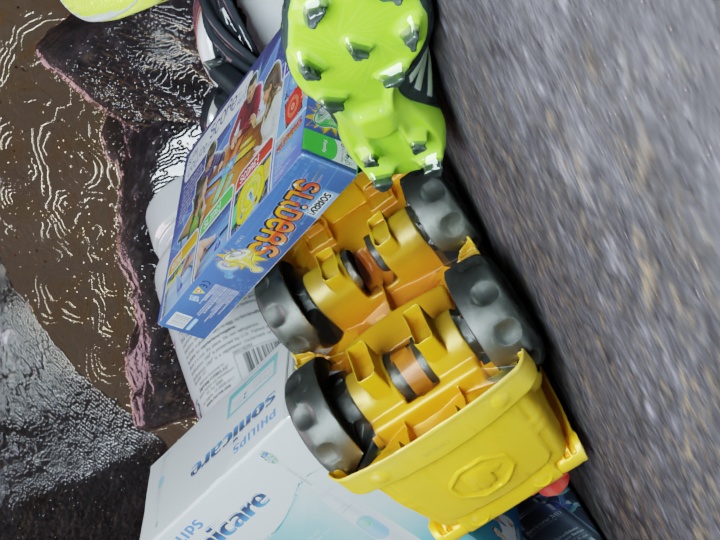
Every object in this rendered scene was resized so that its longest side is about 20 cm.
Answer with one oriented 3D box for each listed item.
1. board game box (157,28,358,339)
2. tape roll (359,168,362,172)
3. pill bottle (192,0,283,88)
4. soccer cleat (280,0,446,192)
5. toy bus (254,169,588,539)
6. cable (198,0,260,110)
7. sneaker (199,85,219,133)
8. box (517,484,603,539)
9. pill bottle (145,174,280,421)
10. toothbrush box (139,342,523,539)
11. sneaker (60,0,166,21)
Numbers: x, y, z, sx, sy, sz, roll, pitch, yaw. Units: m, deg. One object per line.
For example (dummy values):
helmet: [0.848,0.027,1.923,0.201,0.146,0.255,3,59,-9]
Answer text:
board game box: [-0.058,-0.063,0.800,0.200,0.034,0.136,-43,34,49]
tape roll: [0.042,-0.019,1.100,0.200,0.048,0.201,155,90,-90]
pill bottle: [-0.077,-0.197,1.085,0.200,0.113,0.113,-117,2,-71]
soccer cleat: [0.001,-0.108,0.629,0.200,0.067,0.081,66,-168,-68]
toy bus: [0.050,0.057,0.808,0.192,0.136,0.200,44,-164,-43]
cable: [-0.046,-0.165,0.893,0.200,0.051,0.164,33,123,52]
sneaker: [-0.044,-0.114,1.177,0.200,0.072,0.083,17,177,-42]
box: [0.111,0.242,0.958,0.200,0.148,0.107,-118,3,-65]
pill bottle: [-0.082,0.030,0.977,0.113,0.113,0.200,66,-179,-62]
toothbrush box: [-0.016,0.158,0.861,0.200,0.146,0.085,35,-155,-23]
sneaker: [-0.093,-0.211,0.847,0.105,0.199,0.076,-46,-55,-56]
